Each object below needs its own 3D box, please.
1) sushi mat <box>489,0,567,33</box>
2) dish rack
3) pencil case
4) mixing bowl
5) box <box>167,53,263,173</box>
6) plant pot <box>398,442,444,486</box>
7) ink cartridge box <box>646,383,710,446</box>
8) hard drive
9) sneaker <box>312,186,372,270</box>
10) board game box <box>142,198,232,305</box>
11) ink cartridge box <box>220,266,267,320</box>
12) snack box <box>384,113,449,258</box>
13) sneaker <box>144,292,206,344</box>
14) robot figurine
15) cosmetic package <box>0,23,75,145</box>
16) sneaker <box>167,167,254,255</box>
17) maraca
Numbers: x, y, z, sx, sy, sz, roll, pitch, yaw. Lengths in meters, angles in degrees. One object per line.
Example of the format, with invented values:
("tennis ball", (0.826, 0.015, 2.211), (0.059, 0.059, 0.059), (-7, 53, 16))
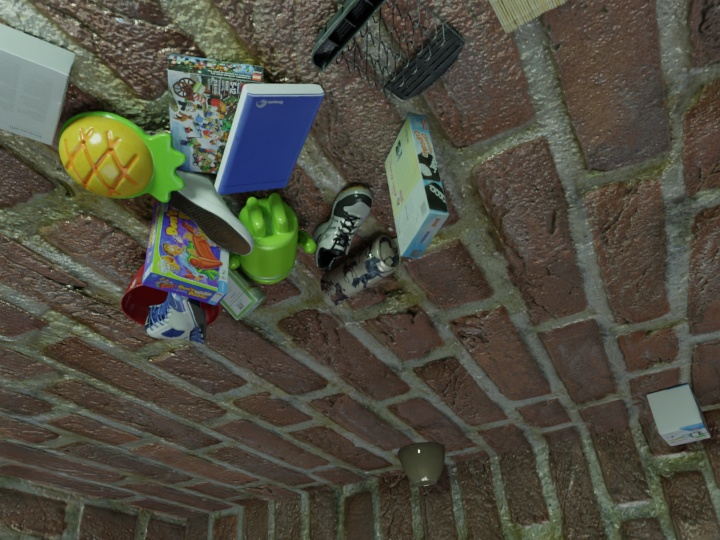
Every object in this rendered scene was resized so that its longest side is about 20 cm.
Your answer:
("sushi mat", (0.192, -0.398, 0.761), (0.094, 0.012, 0.199), (-22, 143, 26))
("dish rack", (0.046, -0.310, 0.836), (0.198, 0.055, 0.153), (22, 139, -35))
("pencil case", (0.000, 0.000, 1.275), (0.199, 0.090, 0.078), (-33, 109, 35))
("mixing bowl", (-0.389, 0.033, 1.244), (0.196, 0.110, 0.202), (-4, 147, -3))
("box", (-0.226, -0.233, 0.930), (0.134, 0.038, 0.201), (4, 145, -13))
("plant pot", (0.260, 0.810, 2.468), (0.196, 0.137, 0.202), (-4, 147, -2))
("ink cartridge box", (1.138, 0.520, 2.133), (0.145, 0.148, 0.199), (-23, 143, 27))
("hard drive", (-0.146, -0.203, 0.941), (0.130, 0.026, 0.201), (-13, 150, -36))
("sneaker", (-0.031, -0.074, 1.149), (0.074, 0.089, 0.201), (13, 141, -22))
("board game box", (-0.297, -0.052, 1.044), (0.133, 0.203, 0.045), (19, 140, -33))
("ink cartridge box", (-0.277, 0.001, 1.169), (0.059, 0.200, 0.104), (-43, 180, 2))
("snack box", (0.086, -0.137, 0.965), (0.036, 0.203, 0.117), (5, 147, -19))
("sneaker", (-0.366, 0.088, 1.159), (0.113, 0.082, 0.201), (-2, 148, -8))
("robot figurine", (-0.176, -0.054, 1.133), (0.172, 0.117, 0.201), (-14, 150, -19))
("cosmetic package", (-0.515, -0.271, 0.825), (0.197, 0.052, 0.151), (17, 139, -29))
("sneaker", (-0.251, -0.114, 1.022), (0.199, 0.085, 0.073), (41, 135, -14))
("maraca", (-0.369, -0.172, 0.928), (0.196, 0.108, 0.139), (11, 125, -5))
